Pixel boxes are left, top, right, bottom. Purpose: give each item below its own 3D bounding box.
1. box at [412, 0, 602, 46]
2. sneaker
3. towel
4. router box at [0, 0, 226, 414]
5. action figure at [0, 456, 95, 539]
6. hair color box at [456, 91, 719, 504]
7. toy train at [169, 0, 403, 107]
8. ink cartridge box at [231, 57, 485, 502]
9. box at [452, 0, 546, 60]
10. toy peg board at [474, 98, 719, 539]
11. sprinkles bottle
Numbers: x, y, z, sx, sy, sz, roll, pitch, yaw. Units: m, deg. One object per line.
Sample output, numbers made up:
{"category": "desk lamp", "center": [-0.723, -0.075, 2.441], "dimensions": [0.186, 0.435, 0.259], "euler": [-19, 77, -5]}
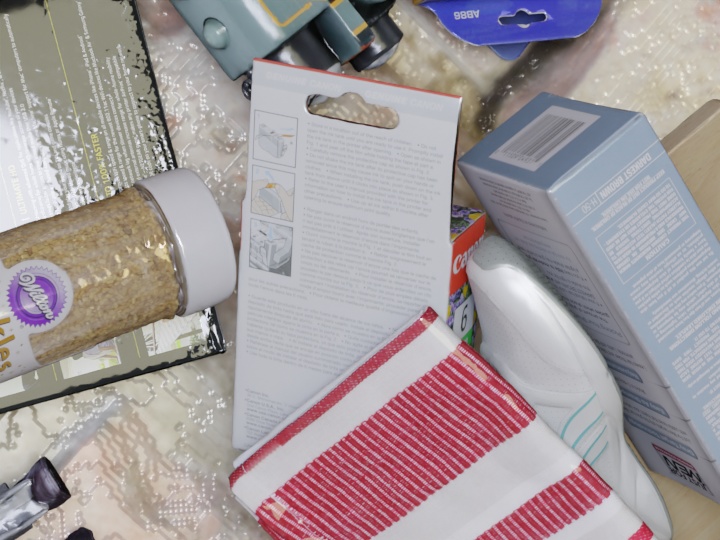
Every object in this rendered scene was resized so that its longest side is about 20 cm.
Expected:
{"category": "box", "center": [0.078, -0.220, 1.040], "dimensions": [0.118, 0.041, 0.202], "euler": [-7, 88, -14]}
{"category": "sneaker", "center": [0.084, 0.074, 0.944], "dimensions": [0.080, 0.071, 0.201], "euler": [-27, 122, -3]}
{"category": "towel", "center": [0.050, 0.127, 0.935], "dimensions": [0.200, 0.023, 0.144], "euler": [46, 117, -10]}
{"category": "router box", "center": [-0.164, -0.037, 1.004], "dimensions": [0.148, 0.051, 0.202], "euler": [-15, 91, -11]}
{"category": "action figure", "center": [-0.225, 0.167, 0.977], "dimensions": [0.199, 0.069, 0.131], "euler": [-30, 103, -8]}
{"category": "hair color box", "center": [0.136, 0.017, 0.947], "dimensions": [0.061, 0.099, 0.201], "euler": [-38, 112, -11]}
{"category": "toy train", "center": [-0.063, -0.171, 1.002], "dimensions": [0.114, 0.085, 0.200], "euler": [-43, 100, -34]}
{"category": "ink cartridge box", "center": [0.000, 0.000, 0.944], "dimensions": [0.108, 0.050, 0.201], "euler": [13, 114, 20]}
{"category": "box", "center": [0.047, -0.221, 1.069], "dimensions": [0.200, 0.032, 0.121], "euler": [41, 80, -10]}
{"category": "toy peg board", "center": [0.148, 0.043, 1.065], "dimensions": [0.200, 0.098, 0.200], "euler": [-39, 112, -10]}
{"category": "sprinkles bottle", "center": [-0.158, 0.014, 0.924], "dimensions": [0.199, 0.068, 0.069], "euler": [-21, 93, -22]}
